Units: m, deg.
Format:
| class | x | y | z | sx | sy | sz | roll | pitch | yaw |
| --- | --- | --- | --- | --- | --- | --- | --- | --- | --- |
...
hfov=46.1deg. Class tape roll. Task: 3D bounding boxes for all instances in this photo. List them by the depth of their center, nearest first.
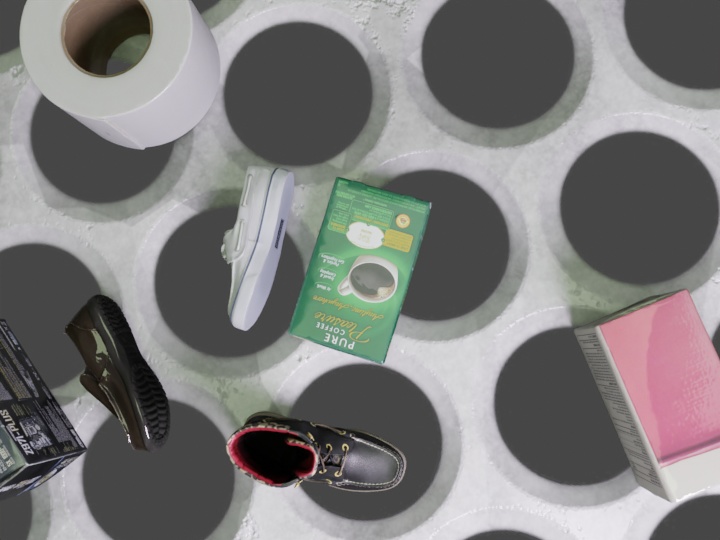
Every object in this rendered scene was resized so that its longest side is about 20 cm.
| class | x | y | z | sx | sy | sz | roll | pitch | yaw |
| --- | --- | --- | --- | --- | --- | --- | --- | --- | --- |
| tape roll | -0.280 | -0.261 | 1.010 | 0.201 | 0.139 | 0.204 | 0 | 85 | 4 |

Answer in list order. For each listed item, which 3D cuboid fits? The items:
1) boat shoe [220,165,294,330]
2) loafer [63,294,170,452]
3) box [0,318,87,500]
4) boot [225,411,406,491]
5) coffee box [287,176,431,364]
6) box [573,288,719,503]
| class | x | y | z | sx | sy | sz | roll | pitch | yaw |
| --- | --- | --- | --- | --- | --- | --- | --- | --- | --- |
| boat shoe | -0.133 | -0.029 | 1.017 | 0.065 | 0.074 | 0.201 | 12 | 75 | 10 |
| loafer | -0.292 | 0.130 | 1.012 | 0.071 | 0.073 | 0.201 | -29 | 78 | 10 |
| box | -0.427 | 0.155 | 0.965 | 0.086 | 0.164 | 0.200 | -35 | 83 | -1 |
| boot | -0.049 | 0.207 | 0.939 | 0.199 | 0.151 | 0.074 | 17 | 85 | 6 |
| coffee box | 0.000 | 0.000 | 1.011 | 0.122 | 0.044 | 0.201 | 15 | 85 | 6 |
| box | 0.333 | 0.134 | 0.932 | 0.108 | 0.128 | 0.201 | -22 | 84 | 1 |
